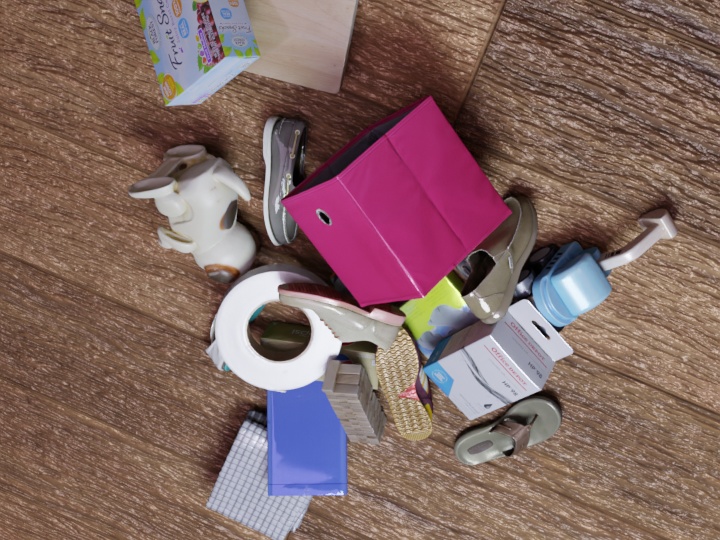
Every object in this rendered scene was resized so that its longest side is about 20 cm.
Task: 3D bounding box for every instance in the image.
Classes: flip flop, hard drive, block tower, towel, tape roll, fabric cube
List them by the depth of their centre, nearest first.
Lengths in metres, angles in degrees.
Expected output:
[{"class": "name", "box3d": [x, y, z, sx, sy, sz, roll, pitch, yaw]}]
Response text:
[{"class": "fabric cube", "box3d": [0.046, -0.089, 1.424, 0.200, 0.200, 0.196, 53, 155, -13]}, {"class": "tape roll", "box3d": [-0.125, 0.090, 1.586, 0.202, 0.037, 0.204, 0, 110, -1]}, {"class": "block tower", "box3d": [-0.006, 0.215, 1.632, 0.058, 0.054, 0.200, 1, 147, 18]}, {"class": "flip flop", "box3d": [0.237, 0.269, 1.652, 0.200, 0.058, 0.081, -28, 104, 23]}, {"class": "hard drive", "box3d": [-0.088, 0.269, 1.689, 0.131, 0.025, 0.201, -1, 87, 1]}, {"class": "towel", "box3d": [-0.156, 0.355, 1.773, 0.165, 0.086, 0.200, 24, 115, 0]}]

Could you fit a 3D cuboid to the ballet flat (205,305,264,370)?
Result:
[{"class": "ballet flat", "box3d": [-0.207, 0.076, 1.677, 0.069, 0.069, 0.200, 28, 118, 0]}]

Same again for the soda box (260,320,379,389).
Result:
[{"class": "soda box", "box3d": [-0.061, 0.137, 1.663, 0.199, 0.064, 0.068, 7, 115, 10]}]

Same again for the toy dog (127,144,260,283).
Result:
[{"class": "toy dog", "box3d": [-0.227, -0.081, 1.575, 0.193, 0.140, 0.200, -4, 126, 23]}]

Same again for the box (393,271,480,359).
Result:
[{"class": "box", "box3d": [0.155, 0.103, 1.606, 0.122, 0.048, 0.200, -39, 99, 25]}]

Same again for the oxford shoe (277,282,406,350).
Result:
[{"class": "oxford shoe", "box3d": [-0.034, 0.070, 1.523, 0.199, 0.071, 0.074, 17, 103, -10]}]

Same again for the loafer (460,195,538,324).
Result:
[{"class": "loafer", "box3d": [0.198, -0.024, 1.469, 0.067, 0.201, 0.076, 27, 158, -26]}]

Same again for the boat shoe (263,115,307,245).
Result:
[{"class": "boat shoe", "box3d": [-0.109, -0.132, 1.552, 0.060, 0.072, 0.202, 6, 111, 16]}]

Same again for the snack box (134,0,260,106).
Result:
[{"class": "snack box", "box3d": [-0.234, -0.353, 1.417, 0.168, 0.068, 0.201, -22, 82, 48]}]

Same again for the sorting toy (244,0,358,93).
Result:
[{"class": "sorting toy", "box3d": [-0.101, -0.376, 1.444, 0.199, 0.070, 0.199, 15, 116, 6]}]

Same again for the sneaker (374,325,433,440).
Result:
[{"class": "sneaker", "box3d": [0.070, 0.167, 1.629, 0.075, 0.090, 0.201, -8, 111, 9]}]

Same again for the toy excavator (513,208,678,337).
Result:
[{"class": "toy excavator", "box3d": [0.341, -0.002, 1.475, 0.200, 0.194, 0.100, -18, 110, 50]}]

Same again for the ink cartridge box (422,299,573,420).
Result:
[{"class": "ink cartridge box", "box3d": [0.200, 0.133, 1.505, 0.116, 0.067, 0.200, 46, 138, -8]}]

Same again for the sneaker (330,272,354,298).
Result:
[{"class": "sneaker", "box3d": [0.000, 0.000, 1.585, 0.079, 0.074, 0.201, 29, 117, 6]}]

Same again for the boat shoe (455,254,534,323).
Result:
[{"class": "boat shoe", "box3d": [0.204, 0.046, 1.547, 0.066, 0.072, 0.201, -32, 98, 1]}]
